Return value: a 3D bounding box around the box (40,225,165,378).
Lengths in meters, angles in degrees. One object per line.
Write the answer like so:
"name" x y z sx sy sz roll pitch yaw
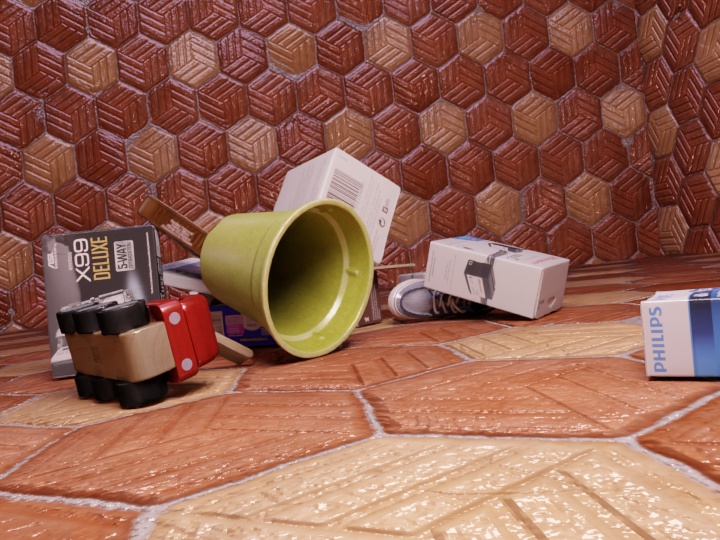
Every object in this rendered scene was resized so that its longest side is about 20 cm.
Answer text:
"box" -0.365 0.043 0.856 0.155 0.203 0.050 -6 -4 -9

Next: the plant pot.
"plant pot" -0.114 -0.002 0.804 0.182 0.204 0.199 11 11 39

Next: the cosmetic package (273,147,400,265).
"cosmetic package" -0.057 -0.107 1.154 0.164 0.167 0.199 26 -18 -29

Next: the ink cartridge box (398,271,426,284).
"ink cartridge box" 0.179 0.041 1.292 0.144 0.084 0.200 -5 -1 -12

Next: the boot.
"boot" 0.152 0.050 1.063 0.198 0.074 0.090 -5 5 -32

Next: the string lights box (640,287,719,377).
"string lights box" 0.318 0.040 0.428 0.198 0.060 0.102 -6 0 34

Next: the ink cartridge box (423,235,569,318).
"ink cartridge box" 0.229 0.005 0.994 0.198 0.085 0.144 16 15 34

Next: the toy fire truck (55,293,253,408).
"toy fire truck" -0.204 0.079 0.665 0.175 0.131 0.199 -6 10 45

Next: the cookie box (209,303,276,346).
"cookie box" -0.146 0.082 1.043 0.169 0.076 0.199 -6 0 28

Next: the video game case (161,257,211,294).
"video game case" -0.235 0.013 1.003 0.197 0.023 0.182 11 9 8

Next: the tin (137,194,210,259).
"tin" -0.257 -0.047 0.914 0.199 0.042 0.112 32 -6 12

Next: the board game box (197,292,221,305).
"board game box" -0.247 0.073 1.120 0.135 0.034 0.199 -53 -20 21

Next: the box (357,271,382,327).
"box" -0.052 0.059 1.179 0.074 0.102 0.199 -6 0 -41

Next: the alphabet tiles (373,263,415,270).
"alphabet tiles" 0.000 0.000 1.142 0.198 0.006 0.166 -5 -1 -34

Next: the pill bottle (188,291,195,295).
"pill bottle" -0.301 0.080 1.406 0.197 0.114 0.112 -7 0 -21
